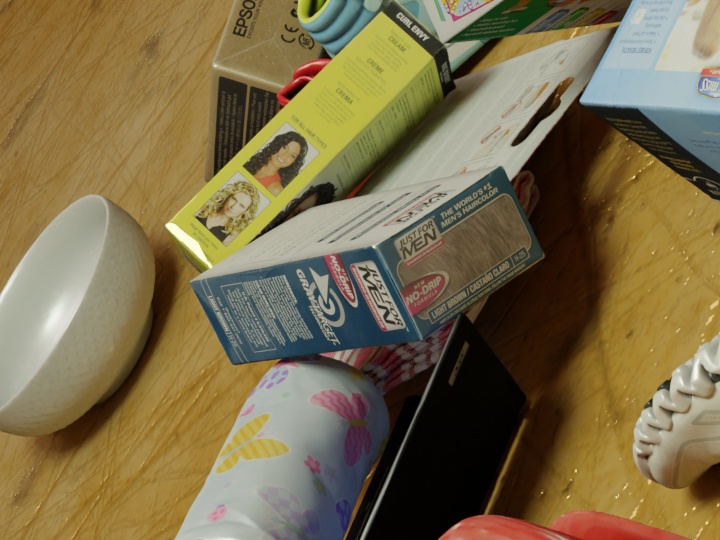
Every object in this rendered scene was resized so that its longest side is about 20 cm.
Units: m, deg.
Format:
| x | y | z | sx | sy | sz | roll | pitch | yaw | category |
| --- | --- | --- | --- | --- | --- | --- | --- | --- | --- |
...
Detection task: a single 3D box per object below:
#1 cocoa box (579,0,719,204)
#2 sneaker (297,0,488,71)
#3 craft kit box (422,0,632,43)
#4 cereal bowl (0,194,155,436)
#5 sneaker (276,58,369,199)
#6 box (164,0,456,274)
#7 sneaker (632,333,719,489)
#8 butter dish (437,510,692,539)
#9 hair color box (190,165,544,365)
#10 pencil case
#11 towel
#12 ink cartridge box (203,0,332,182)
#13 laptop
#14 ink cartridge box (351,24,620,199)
| x | y | z | sx | sy | sz | roll | pitch | yaw | category |
| --- | --- | --- | --- | --- | --- | --- | --- | --- | --- |
| 0.224 | -0.098 | 1.117 | 0.134 | 0.131 | 0.200 | -61 | 24 | -7 | cocoa box |
| 0.042 | -0.208 | 1.583 | 0.200 | 0.130 | 0.080 | -44 | 32 | 11 | sneaker |
| 0.164 | -0.193 | 1.294 | 0.197 | 0.199 | 0.049 | -36 | 73 | 44 | craft kit box |
| -0.224 | 0.046 | 1.870 | 0.200 | 0.083 | 0.201 | -43 | 28 | 30 | cereal bowl |
| -0.023 | -0.093 | 1.605 | 0.200 | 0.115 | 0.079 | -26 | 39 | 49 | sneaker |
| -0.028 | -0.071 | 1.459 | 0.200 | 0.050 | 0.075 | -46 | -16 | -6 | box |
| 0.192 | 0.053 | 1.079 | 0.075 | 0.081 | 0.200 | -33 | -14 | -39 | sneaker |
| 0.059 | 0.186 | 1.082 | 0.201 | 0.148 | 0.199 | -62 | 25 | -9 | butter dish |
| 0.000 | 0.000 | 1.333 | 0.100 | 0.061 | 0.200 | -33 | 12 | -31 | hair color box |
| -0.042 | 0.130 | 1.307 | 0.083 | 0.091 | 0.200 | -22 | 24 | 26 | pencil case |
| 0.020 | 0.025 | 1.449 | 0.200 | 0.030 | 0.147 | -34 | 18 | 43 | towel |
| -0.050 | -0.173 | 1.719 | 0.165 | 0.075 | 0.201 | 102 | -176 | -61 | ink cartridge box |
| 0.009 | 0.127 | 1.303 | 0.200 | 0.103 | 0.178 | -5 | 56 | 61 | laptop |
| 0.076 | -0.066 | 1.423 | 0.160 | 0.047 | 0.200 | -51 | 20 | -28 | ink cartridge box |
